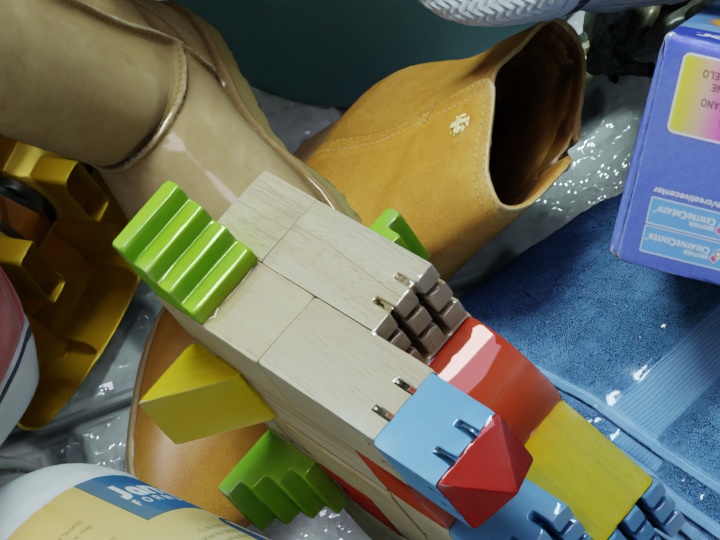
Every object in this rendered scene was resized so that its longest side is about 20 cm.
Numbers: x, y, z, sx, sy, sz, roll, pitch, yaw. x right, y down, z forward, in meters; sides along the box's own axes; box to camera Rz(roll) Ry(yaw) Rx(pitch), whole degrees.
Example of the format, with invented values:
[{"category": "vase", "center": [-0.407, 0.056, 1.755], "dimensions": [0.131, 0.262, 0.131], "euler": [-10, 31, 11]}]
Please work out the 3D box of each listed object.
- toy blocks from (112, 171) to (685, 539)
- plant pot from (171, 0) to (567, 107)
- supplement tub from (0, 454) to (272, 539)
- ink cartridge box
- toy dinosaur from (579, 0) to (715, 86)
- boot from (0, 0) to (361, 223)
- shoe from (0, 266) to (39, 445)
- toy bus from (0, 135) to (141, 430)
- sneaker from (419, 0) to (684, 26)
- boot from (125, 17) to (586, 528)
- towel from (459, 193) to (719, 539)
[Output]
[{"category": "toy blocks", "center": [0.030, 0.056, 0.647], "dimensions": [0.100, 0.200, 0.137], "euler": [-49, 47, -11]}, {"category": "plant pot", "center": [-0.006, -0.192, 0.872], "dimensions": [0.200, 0.161, 0.201], "euler": [-7, 57, 11]}, {"category": "supplement tub", "center": [-0.064, 0.146, 0.678], "dimensions": [0.200, 0.145, 0.145], "euler": [21, 65, 24]}, {"category": "ink cartridge box", "center": [0.160, -0.032, 0.696], "dimensions": [0.136, 0.200, 0.076], "euler": [15, 105, 11]}, {"category": "toy dinosaur", "center": [0.108, -0.096, 0.842], "dimensions": [0.200, 0.047, 0.088], "euler": [-39, 21, -11]}, {"category": "boot", "center": [-0.094, -0.047, 0.678], "dimensions": [0.066, 0.200, 0.175], "euler": [-44, 59, 14]}, {"category": "shoe", "center": [-0.147, 0.039, 0.635], "dimensions": [0.071, 0.091, 0.200], "euler": [-6, 30, 11]}, {"category": "toy bus", "center": [-0.196, -0.051, 0.813], "dimensions": [0.192, 0.200, 0.136], "euler": [11, 62, 31]}, {"category": "sneaker", "center": [0.120, -0.127, 0.727], "dimensions": [0.200, 0.115, 0.075], "euler": [-7, 99, 26]}, {"category": "boot", "center": [0.001, 0.000, 0.761], "dimensions": [0.144, 0.071, 0.201], "euler": [-23, 35, 51]}, {"category": "towel", "center": [0.115, 0.035, 0.719], "dimensions": [0.112, 0.049, 0.200], "euler": [-37, 33, -12]}]
